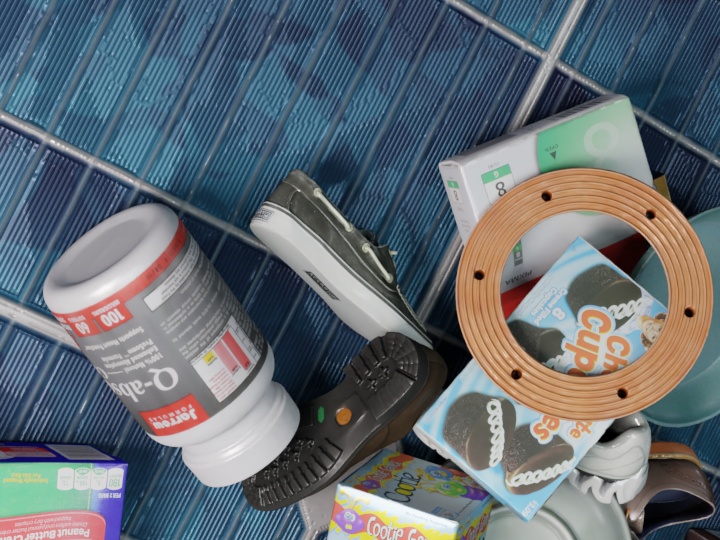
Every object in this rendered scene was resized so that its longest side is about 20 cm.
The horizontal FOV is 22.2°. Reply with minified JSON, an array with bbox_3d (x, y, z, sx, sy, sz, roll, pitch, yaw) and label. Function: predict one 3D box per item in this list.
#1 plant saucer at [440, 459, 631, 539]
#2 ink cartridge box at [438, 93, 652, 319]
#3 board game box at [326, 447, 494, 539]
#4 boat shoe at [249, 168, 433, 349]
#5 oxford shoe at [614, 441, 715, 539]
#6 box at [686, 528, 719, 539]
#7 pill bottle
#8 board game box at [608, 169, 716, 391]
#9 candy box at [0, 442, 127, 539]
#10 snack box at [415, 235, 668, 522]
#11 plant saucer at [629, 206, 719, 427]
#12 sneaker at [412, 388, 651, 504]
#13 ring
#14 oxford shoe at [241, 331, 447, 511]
[{"bbox_3d":[0.128,0.243,1.526,0.200,0.050,0.200,0,93,2],"label":"plant saucer"},{"bbox_3d":[0.168,-0.023,1.493,0.161,0.050,0.200,-23,103,-18],"label":"ink cartridge box"},{"bbox_3d":[0.028,0.261,1.467,0.105,0.103,0.200,-27,131,-66],"label":"board game box"},{"bbox_3d":[0.000,0.000,1.445,0.200,0.071,0.064,45,72,-32],"label":"boat shoe"},{"bbox_3d":[0.207,0.193,1.571,0.200,0.073,0.071,-8,125,-12],"label":"oxford shoe"},{"bbox_3d":[0.374,0.359,1.647,0.164,0.166,0.200,14,97,-26],"label":"box"},{"bbox_3d":[-0.136,0.058,1.372,0.116,0.116,0.200,-40,114,-12],"label":"pill bottle"},{"bbox_3d":[0.221,0.030,1.575,0.135,0.035,0.200,-24,110,-18],"label":"board game box"},{"bbox_3d":[-0.271,0.231,1.356,0.169,0.077,0.200,4,97,-32],"label":"candy box"},{"bbox_3d":[0.151,0.085,1.444,0.116,0.037,0.200,40,82,7],"label":"snack box"},{"bbox_3d":[0.281,0.034,1.548,0.200,0.036,0.200,-15,118,-29],"label":"plant saucer"},{"bbox_3d":[0.141,0.125,1.500,0.200,0.075,0.081,12,139,4],"label":"sneaker"},{"bbox_3d":[0.173,0.019,1.428,0.200,0.019,0.201,0,80,1],"label":"ring"},{"bbox_3d":[-0.009,0.130,1.450,0.200,0.073,0.084,-37,151,21],"label":"oxford shoe"}]
